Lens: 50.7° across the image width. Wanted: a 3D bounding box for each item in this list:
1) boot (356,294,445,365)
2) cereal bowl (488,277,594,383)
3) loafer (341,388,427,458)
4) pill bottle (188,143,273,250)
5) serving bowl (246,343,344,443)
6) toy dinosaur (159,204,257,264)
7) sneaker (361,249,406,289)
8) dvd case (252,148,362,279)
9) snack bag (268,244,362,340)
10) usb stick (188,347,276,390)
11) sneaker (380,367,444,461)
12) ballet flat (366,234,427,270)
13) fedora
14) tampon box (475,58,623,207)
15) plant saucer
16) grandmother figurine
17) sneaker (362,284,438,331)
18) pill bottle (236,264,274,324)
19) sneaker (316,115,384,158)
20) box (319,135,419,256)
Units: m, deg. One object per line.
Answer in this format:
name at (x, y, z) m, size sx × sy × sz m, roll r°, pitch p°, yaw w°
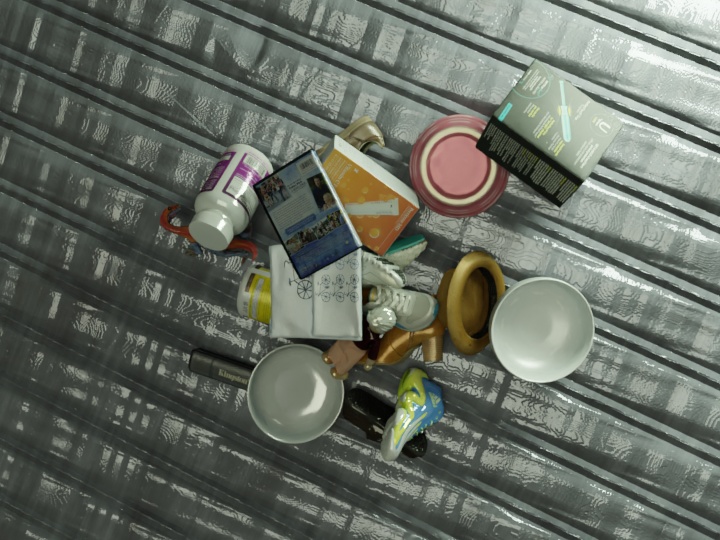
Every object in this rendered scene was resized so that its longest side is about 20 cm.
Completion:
boot at (0.073, 0.116, 1.530) m, size 0.199 × 0.071 × 0.146 m, roll -7°, pitch 83°, yaw 17°
cereal bowl at (0.339, 0.110, 1.457) m, size 0.197 × 0.083 × 0.203 m, roll 0°, pitch 95°, yaw -2°
loafer at (0.047, 0.318, 1.551) m, size 0.199 × 0.073 × 0.072 m, roll 36°, pitch 130°, yaw 4°
pill bottle at (-0.256, -0.141, 1.485) m, size 0.111 × 0.113 × 0.201 m, roll 18°, pitch 56°, yaw 8°
serving bowl at (-0.135, 0.247, 1.557) m, size 0.197 × 0.066 × 0.203 m, roll 0°, pitch 92°, yaw -11°
toy dinosaur at (-0.310, -0.084, 1.535) m, size 0.180 × 0.200 × 0.106 m, roll 16°, pitch 81°, yaw -23°
sneaker at (0.000, 0.000, 1.456) m, size 0.199 × 0.075 × 0.082 m, roll 25°, pitch 96°, yaw 31°
dvd case at (-0.099, -0.102, 1.402) m, size 0.142 × 0.018 × 0.202 m, roll -27°, pitch 91°, yaw 23°
snack bag at (-0.089, 0.036, 1.441) m, size 0.197 × 0.021 × 0.191 m, roll 0°, pitch 93°, yaw 20°
usb stick at (-0.270, 0.217, 1.608) m, size 0.198 × 0.033 × 0.056 m, roll 18°, pitch 97°, yaw 8°
sneaker at (0.112, 0.292, 1.490) m, size 0.104 × 0.076 × 0.202 m, roll 26°, pitch 60°, yaw -7°
ballet flat at (0.047, -0.016, 1.521) m, size 0.198 × 0.072 × 0.073 m, roll -16°, pitch 92°, yaw 16°
fedora at (0.201, 0.059, 1.466) m, size 0.081 × 0.199 × 0.203 m, roll 9°, pitch 98°, yaw 43°
tampon box at (0.341, -0.247, 1.387) m, size 0.199 × 0.126 × 0.150 m, roll 37°, pitch 73°, yaw 5°
plant saucer at (0.192, -0.202, 1.480) m, size 0.198 × 0.051 × 0.203 m, roll 1°, pitch 96°, yaw 10°
grandmother figurine at (-0.001, 0.131, 1.470) m, size 0.122 × 0.060 × 0.200 m, roll 53°, pitch 130°, yaw 8°
sneaker at (0.059, 0.066, 1.470) m, size 0.198 × 0.081 × 0.077 m, roll 5°, pitch 71°, yaw 37°
pill bottle at (-0.141, 0.064, 1.533) m, size 0.198 × 0.109 × 0.111 m, roll 15°, pitch 98°, yaw 9°
sneaker at (-0.041, -0.217, 1.507) m, size 0.200 × 0.070 × 0.076 m, roll -41°, pitch 82°, yaw 10°
box at (-0.003, -0.143, 1.459) m, size 0.199 × 0.098 × 0.125 m, roll 33°, pitch 110°, yaw -14°
